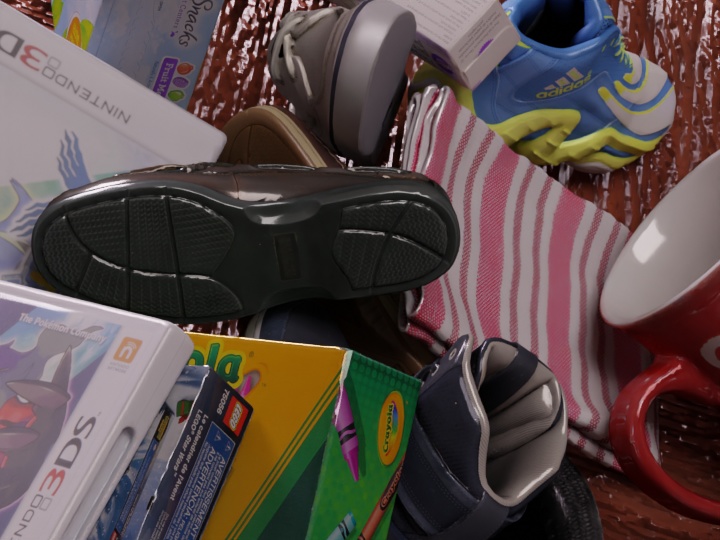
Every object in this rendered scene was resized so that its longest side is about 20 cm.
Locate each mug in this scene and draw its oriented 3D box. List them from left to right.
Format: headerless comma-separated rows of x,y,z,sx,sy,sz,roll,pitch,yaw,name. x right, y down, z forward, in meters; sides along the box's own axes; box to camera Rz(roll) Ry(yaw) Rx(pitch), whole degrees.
0.223,0.056,1.535,0.200,0.178,0.133,42,10,-16,mug

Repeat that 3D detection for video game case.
-0.185,0.086,1.279,0.023,0.199,0.183,46,66,-42,video game case
-0.186,-0.023,1.412,0.182,0.022,0.201,30,77,-9,video game case

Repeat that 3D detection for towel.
0.092,0.009,1.520,0.200,0.030,0.147,33,45,-36,towel

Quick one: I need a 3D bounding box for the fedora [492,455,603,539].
0.054,0.171,1.377,0.092,0.200,0.201,43,44,-33,fedora

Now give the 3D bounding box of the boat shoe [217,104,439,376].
0.000,0.000,1.492,0.200,0.072,0.072,56,37,-7,boat shoe

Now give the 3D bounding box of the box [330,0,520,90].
-0.002,-0.158,1.550,0.200,0.039,0.041,35,78,36,box

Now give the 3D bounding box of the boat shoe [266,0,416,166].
-0.015,-0.100,1.504,0.070,0.200,0.071,23,86,3,boat shoe

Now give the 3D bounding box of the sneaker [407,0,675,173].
0.121,-0.106,1.594,0.200,0.105,0.076,-10,62,-46,sneaker

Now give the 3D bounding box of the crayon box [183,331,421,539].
-0.076,0.090,1.318,0.058,0.199,0.119,25,74,-49,crayon box

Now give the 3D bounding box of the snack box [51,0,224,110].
-0.107,-0.200,1.506,0.067,0.169,0.200,9,41,-18,snack box

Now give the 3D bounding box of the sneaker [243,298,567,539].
0.020,0.058,1.361,0.077,0.146,0.203,24,33,-35,sneaker

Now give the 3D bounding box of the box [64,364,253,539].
-0.153,0.104,1.287,0.040,0.199,0.137,46,57,-42,box

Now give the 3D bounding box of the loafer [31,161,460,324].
-0.054,-0.018,1.411,0.199,0.072,0.063,-1,23,-3,loafer
